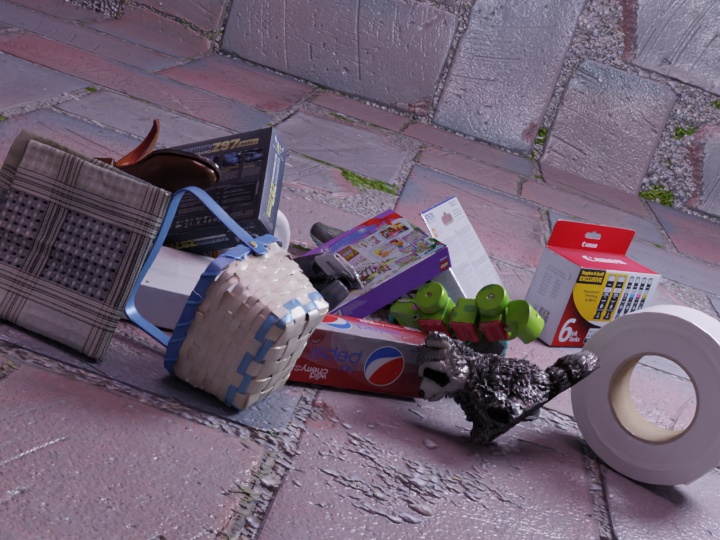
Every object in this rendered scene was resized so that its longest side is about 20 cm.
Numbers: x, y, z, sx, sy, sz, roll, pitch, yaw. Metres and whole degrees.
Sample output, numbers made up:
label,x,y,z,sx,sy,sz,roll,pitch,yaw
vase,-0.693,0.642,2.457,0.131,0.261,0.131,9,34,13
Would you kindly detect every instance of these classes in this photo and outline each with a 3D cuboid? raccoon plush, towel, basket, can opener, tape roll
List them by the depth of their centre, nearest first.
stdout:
label,x,y,z,sx,sy,sz,roll,pitch,yaw
towel,-0.316,-0.031,1.175,0.200,0.193,0.035,22,-2,17
basket,-0.148,0.035,1.175,0.200,0.176,0.139,38,30,12
raccoon plush,0.154,0.106,1.276,0.200,0.097,0.134,-24,72,-35
tape roll,0.348,0.143,1.304,0.202,0.203,0.071,27,18,27
can opener,-0.053,0.014,1.341,0.053,0.067,0.200,49,-18,-12

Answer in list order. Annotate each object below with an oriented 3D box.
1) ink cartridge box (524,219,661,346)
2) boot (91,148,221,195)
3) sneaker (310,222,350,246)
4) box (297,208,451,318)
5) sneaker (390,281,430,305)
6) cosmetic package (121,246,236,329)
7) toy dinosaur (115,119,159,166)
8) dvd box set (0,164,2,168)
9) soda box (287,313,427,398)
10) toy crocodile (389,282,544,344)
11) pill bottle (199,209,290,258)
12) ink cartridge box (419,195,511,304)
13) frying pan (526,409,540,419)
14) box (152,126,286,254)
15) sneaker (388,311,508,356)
label,x,y,z,sx,sy,sz,roll,pitch,yaw
ink cartridge box,0.359,0.023,1.740,0.200,0.176,0.084,3,22,-40
boot,-0.256,-0.037,1.243,0.186,0.064,0.200,-3,53,18
sneaker,0.023,-0.044,1.711,0.200,0.091,0.078,21,9,10
box,0.000,0.000,1.488,0.200,0.039,0.137,-29,38,-20
sneaker,0.063,0.010,1.614,0.200,0.091,0.066,13,18,-17
cosmetic package,-0.181,0.031,1.353,0.200,0.052,0.151,14,15,-14
toy dinosaur,-0.335,-0.079,1.364,0.181,0.200,0.105,0,-2,-18
dvd box set,-0.439,-0.094,1.514,0.146,0.029,0.200,4,21,-40
soda box,-0.015,0.093,1.295,0.200,0.070,0.063,11,15,-25
toy crocodile,0.124,0.057,1.340,0.200,0.062,0.068,1,-37,32
pill bottle,-0.198,-0.070,1.543,0.116,0.116,0.200,0,25,-47
ink cartridge box,0.144,-0.001,1.628,0.200,0.043,0.196,61,22,0
frying pan,0.152,0.132,1.434,0.115,0.031,0.190,7,22,-41
box,-0.201,-0.097,1.453,0.200,0.051,0.158,-9,52,17
sneaker,0.107,0.077,1.436,0.091,0.078,0.200,-1,2,-32
